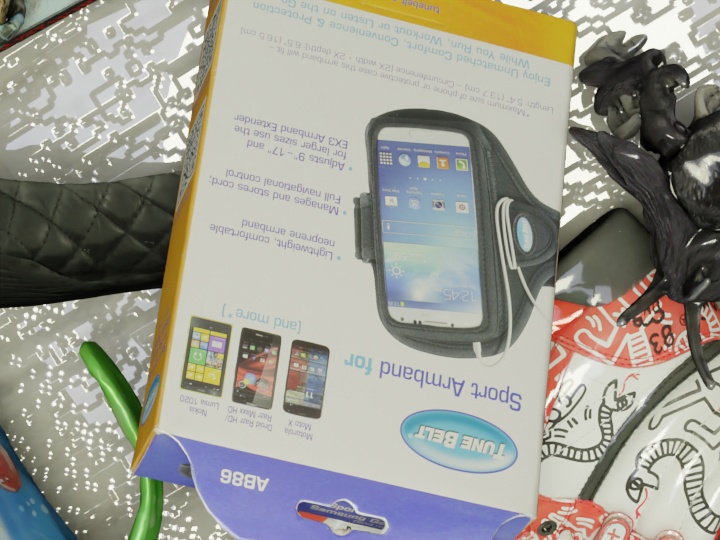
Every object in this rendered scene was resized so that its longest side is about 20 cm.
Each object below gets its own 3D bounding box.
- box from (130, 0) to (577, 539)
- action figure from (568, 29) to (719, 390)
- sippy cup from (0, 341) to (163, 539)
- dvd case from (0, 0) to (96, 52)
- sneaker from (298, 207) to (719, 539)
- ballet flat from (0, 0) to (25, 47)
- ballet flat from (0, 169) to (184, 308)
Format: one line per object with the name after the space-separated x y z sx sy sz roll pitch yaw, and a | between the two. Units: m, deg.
0.000 0.000 0.751 0.118 0.042 0.201 14 63 -12 | box
0.136 -0.054 0.782 0.119 0.102 0.201 33 79 -3 | action figure
-0.164 0.081 0.793 0.177 0.140 0.131 -19 82 -32 | sippy cup
-0.114 -0.154 0.784 0.199 0.022 0.147 -23 95 27 | dvd case
0.049 0.084 0.811 0.201 0.067 0.108 -43 90 2 | sneaker
-0.144 -0.157 0.746 0.074 0.074 0.201 -11 112 3 | ballet flat
-0.096 -0.020 0.778 0.199 0.066 0.057 -2 79 -36 | ballet flat
